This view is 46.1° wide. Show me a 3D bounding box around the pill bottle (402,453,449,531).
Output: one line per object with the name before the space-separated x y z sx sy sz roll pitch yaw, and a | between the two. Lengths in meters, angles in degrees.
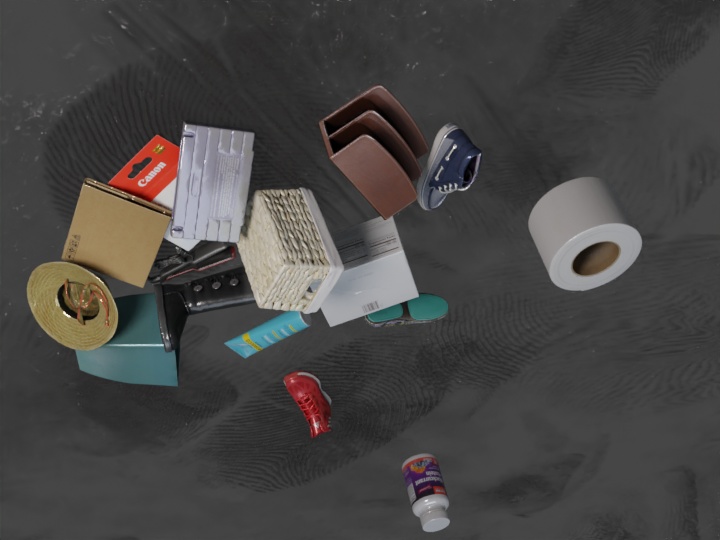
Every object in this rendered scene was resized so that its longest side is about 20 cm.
pill bottle | 0.194 0.646 2.461 0.110 0.202 0.112 -9 141 -8

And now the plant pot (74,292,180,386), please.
plant pot | -0.470 0.138 1.719 0.196 0.143 0.142 1 138 -8

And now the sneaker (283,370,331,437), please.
sneaker | -0.117 0.332 2.065 0.078 0.117 0.200 -27 139 14

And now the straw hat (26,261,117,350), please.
straw hat | -0.529 0.050 1.623 0.198 0.085 0.204 9 119 15

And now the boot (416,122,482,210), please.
boot | 0.165 -0.170 1.590 0.072 0.091 0.202 -19 144 -26

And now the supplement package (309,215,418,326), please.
supplement package | 0.000 0.000 1.727 0.197 0.112 0.157 -18 140 4

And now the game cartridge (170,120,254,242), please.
game cartridge | -0.256 -0.151 1.471 0.128 0.038 0.203 3 110 -26

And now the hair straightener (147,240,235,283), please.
hair straightener | -0.347 -0.026 1.648 0.197 0.041 0.077 -16 140 8

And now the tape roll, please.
tape roll | 0.468 -0.075 1.773 0.199 0.140 0.204 -9 139 -8

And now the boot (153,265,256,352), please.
boot | -0.297 0.073 1.661 0.197 0.166 0.066 -9 139 -14

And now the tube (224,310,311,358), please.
tube | -0.201 0.138 1.876 0.198 0.051 0.077 -27 132 21

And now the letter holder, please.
letter holder | 0.042 -0.211 1.509 0.141 0.101 0.200 -31 138 15

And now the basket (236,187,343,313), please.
basket | -0.136 -0.038 1.543 0.122 0.202 0.136 2 140 -36

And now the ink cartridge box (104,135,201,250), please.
ink cartridge box | -0.332 -0.134 1.514 0.159 0.048 0.199 -37 137 23

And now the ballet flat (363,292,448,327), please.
ballet flat | 0.098 0.091 1.911 0.197 0.073 0.073 -5 139 -13

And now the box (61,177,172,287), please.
box | -0.445 -0.063 1.544 0.161 0.021 0.201 21 131 -15
